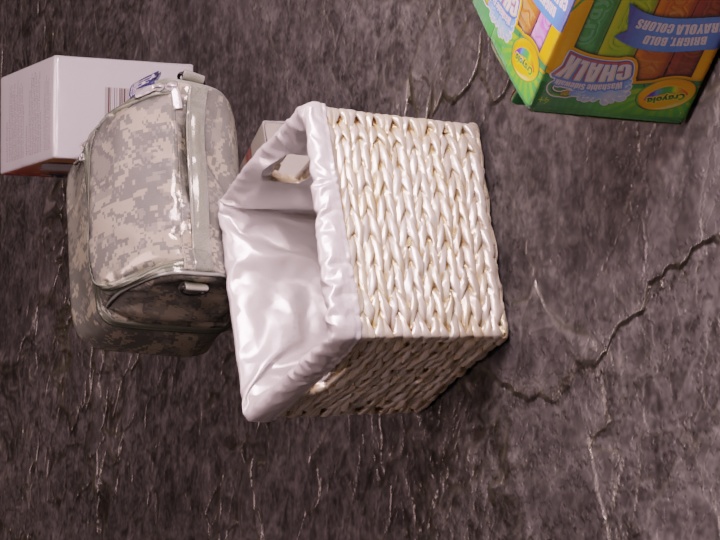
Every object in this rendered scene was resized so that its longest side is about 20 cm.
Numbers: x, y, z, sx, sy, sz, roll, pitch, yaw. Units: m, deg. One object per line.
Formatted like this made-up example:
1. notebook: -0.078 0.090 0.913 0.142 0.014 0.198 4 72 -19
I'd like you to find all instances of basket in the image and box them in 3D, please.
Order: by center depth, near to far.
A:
1. basket: 0.000 0.000 1.941 0.198 0.160 0.201 136 132 -57

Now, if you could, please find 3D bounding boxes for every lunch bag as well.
1. lunch bag: -0.163 -0.047 2.095 0.168 0.139 0.201 136 136 -55

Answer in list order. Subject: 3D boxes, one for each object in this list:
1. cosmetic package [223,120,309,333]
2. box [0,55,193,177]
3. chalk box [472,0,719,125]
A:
1. cosmetic package: -0.066 -0.034 2.166 0.200 0.103 0.088 123 143 -47
2. box: -0.276 -0.156 2.585 0.200 0.152 0.107 173 98 -66
3. chalk box: 0.161 -0.179 1.642 0.124 0.124 0.201 -113 33 -44
